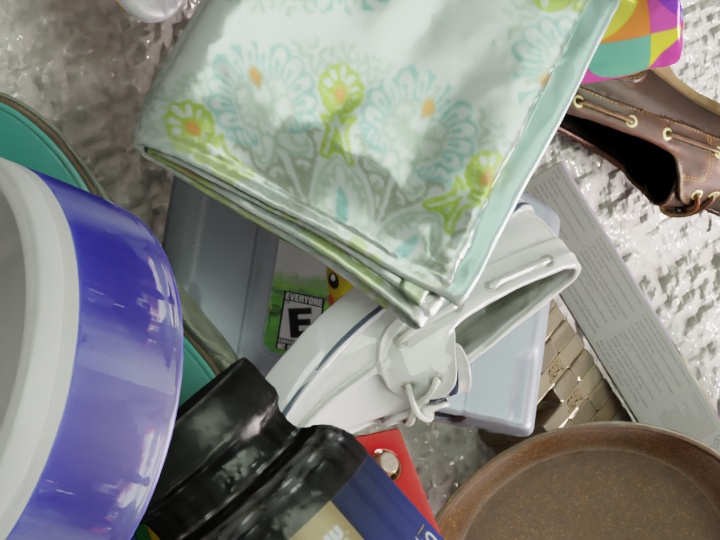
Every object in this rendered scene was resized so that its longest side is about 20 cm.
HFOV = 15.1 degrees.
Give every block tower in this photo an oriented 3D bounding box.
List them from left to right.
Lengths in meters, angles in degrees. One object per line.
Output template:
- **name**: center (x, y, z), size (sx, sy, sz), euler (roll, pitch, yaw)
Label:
- **block tower**: center (0.088, 0.059, 1.446), size (0.054, 0.058, 0.200), euler (-47, 114, -32)

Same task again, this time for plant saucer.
- **plant saucer**: center (0.123, 0.166, 1.418), size (0.200, 0.037, 0.200), euler (-2, 109, -4)

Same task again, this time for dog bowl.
- **dog bowl**: center (-0.165, 0.053, 1.149), size (0.079, 0.200, 0.200), euler (20, 72, -38)

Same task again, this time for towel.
- **towel**: center (0.009, -0.096, 1.249), size (0.171, 0.048, 0.200), euler (31, 75, -11)

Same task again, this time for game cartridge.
- **game cartridge**: center (0.000, 0.000, 1.351), size (0.200, 0.040, 0.133), euler (12, 72, -15)

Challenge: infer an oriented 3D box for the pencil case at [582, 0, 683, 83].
- **pencil case**: center (0.061, -0.127, 1.337), size (0.200, 0.088, 0.088), euler (-13, 93, -4)

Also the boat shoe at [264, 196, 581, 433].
- **boat shoe**: center (0.024, 0.037, 1.284), size (0.065, 0.074, 0.200), euler (41, 68, 19)

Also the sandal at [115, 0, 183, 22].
- **sandal**: center (-0.121, -0.207, 1.301), size (0.079, 0.059, 0.207), euler (34, 48, -47)

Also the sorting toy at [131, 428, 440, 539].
- **sorting toy**: center (-0.028, 0.176, 1.289), size (0.200, 0.070, 0.199), euler (-8, 71, -40)

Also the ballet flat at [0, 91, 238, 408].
- **ballet flat**: center (-0.126, 0.003, 1.275), size (0.067, 0.064, 0.200), euler (-39, 87, 5)

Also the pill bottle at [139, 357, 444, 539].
- **pill bottle**: center (-0.017, 0.140, 1.194), size (0.200, 0.112, 0.112), euler (49, 56, -4)

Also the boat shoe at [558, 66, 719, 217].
- **boat shoe**: center (0.173, -0.066, 1.523), size (0.200, 0.070, 0.070), euler (31, 59, -23)

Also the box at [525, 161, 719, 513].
- **box**: center (0.143, 0.036, 1.456), size (0.041, 0.039, 0.200), euler (-32, 84, 3)

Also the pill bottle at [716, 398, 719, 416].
- **pill bottle**: center (0.250, 0.168, 1.527), size (0.111, 0.111, 0.200), euler (-3, 86, -39)
